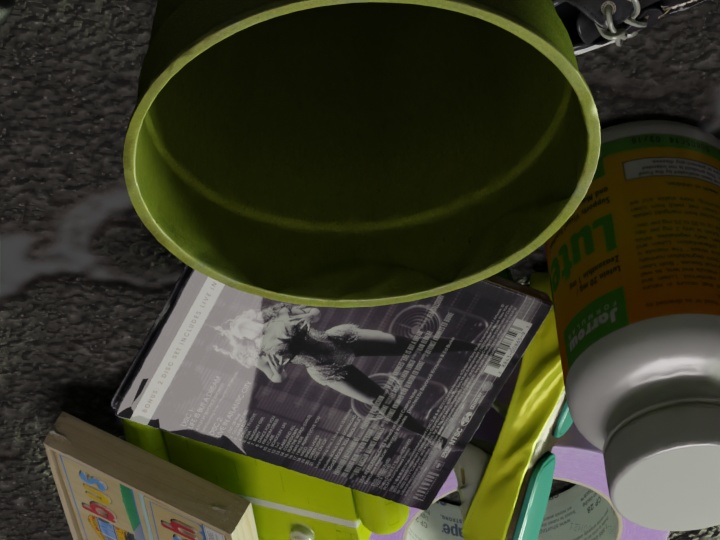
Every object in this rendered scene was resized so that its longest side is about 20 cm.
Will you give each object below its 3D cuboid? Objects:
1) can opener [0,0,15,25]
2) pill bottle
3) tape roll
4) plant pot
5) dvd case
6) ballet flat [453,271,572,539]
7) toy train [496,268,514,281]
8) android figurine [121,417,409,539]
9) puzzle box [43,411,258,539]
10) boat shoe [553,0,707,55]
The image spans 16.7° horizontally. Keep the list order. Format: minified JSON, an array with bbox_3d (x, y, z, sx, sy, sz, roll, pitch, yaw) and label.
[{"bbox_3d":[-0.228,-0.172,1.098,0.078,0.064,0.200,-24,139,24],"label":"can opener"},{"bbox_3d":[0.158,0.030,1.287,0.110,0.201,0.111,-3,143,-2],"label":"pill bottle"},{"bbox_3d":[0.092,0.139,1.535,0.199,0.066,0.201,-2,142,-2],"label":"tape roll"},{"bbox_3d":[-0.004,-0.121,1.080,0.199,0.194,0.201,-2,143,-2],"label":"plant pot"},{"bbox_3d":[-0.015,0.045,1.330,0.199,0.016,0.149,19,115,-25],"label":"dvd case"},{"bbox_3d":[0.089,0.093,1.410,0.067,0.201,0.067,22,-173,16],"label":"ballet flat"},{"bbox_3d":[0.000,0.000,1.351,0.199,0.057,0.042,15,124,-22],"label":"toy train"},{"bbox_3d":[-0.056,0.111,1.452,0.181,0.041,0.201,12,135,20],"label":"android figurine"},{"bbox_3d":[-0.122,0.167,1.513,0.133,0.025,0.200,24,153,17],"label":"puzzle box"},{"bbox_3d":[0.116,-0.124,1.195,0.199,0.063,0.073,-18,140,17],"label":"boat shoe"}]
